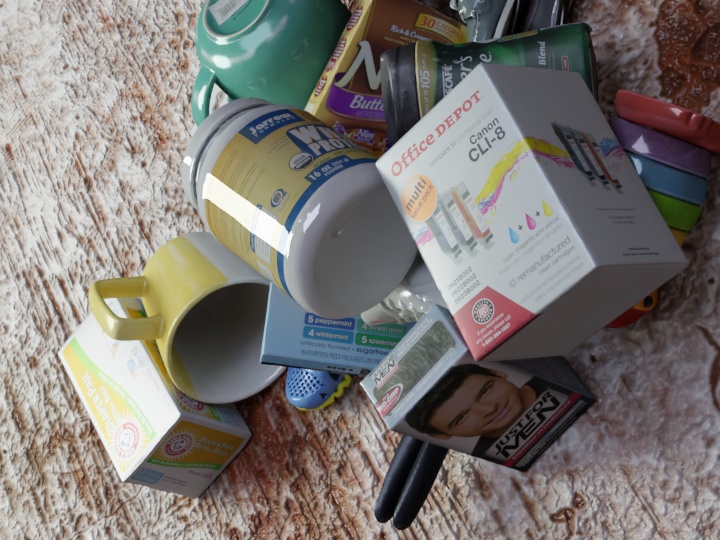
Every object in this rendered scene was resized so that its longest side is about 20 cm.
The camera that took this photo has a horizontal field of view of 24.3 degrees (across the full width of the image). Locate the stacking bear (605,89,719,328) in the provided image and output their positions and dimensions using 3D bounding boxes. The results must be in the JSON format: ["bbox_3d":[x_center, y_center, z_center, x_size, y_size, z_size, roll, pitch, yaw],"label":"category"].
[{"bbox_3d":[0.240,-0.045,1.448,0.114,0.121,0.200,25,99,41],"label":"stacking bear"}]

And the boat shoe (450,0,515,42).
[{"bbox_3d":[0.121,-0.262,1.640,0.062,0.073,0.200,14,74,6],"label":"boat shoe"}]

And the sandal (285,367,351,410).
[{"bbox_3d":[-0.040,0.040,1.669,0.079,0.087,0.200,10,82,41],"label":"sandal"}]

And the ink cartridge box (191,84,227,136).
[{"bbox_3d":[-0.081,-0.152,1.788,0.200,0.067,0.116,31,94,43],"label":"ink cartridge box"}]

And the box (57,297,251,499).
[{"bbox_3d":[-0.220,0.130,1.772,0.101,0.112,0.200,-49,50,17],"label":"box"}]

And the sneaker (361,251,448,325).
[{"bbox_3d":[0.051,0.023,1.515,0.099,0.078,0.200,-47,39,-1],"label":"sneaker"}]

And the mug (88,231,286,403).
[{"bbox_3d":[-0.169,0.027,1.730,0.149,0.187,0.153,-48,40,7],"label":"mug"}]

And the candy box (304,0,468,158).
[{"bbox_3d":[0.019,-0.177,1.672,0.200,0.117,0.056,-64,15,2],"label":"candy box"}]

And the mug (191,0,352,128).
[{"bbox_3d":[-0.098,-0.231,1.712,0.152,0.114,0.185,-2,62,34],"label":"mug"}]

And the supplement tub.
[{"bbox_3d":[-0.055,-0.061,1.490,0.200,0.145,0.145,36,98,41],"label":"supplement tub"}]

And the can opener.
[{"bbox_3d":[0.064,0.142,1.533,0.063,0.079,0.200,19,82,61],"label":"can opener"}]

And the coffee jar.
[{"bbox_3d":[0.119,-0.168,1.548,0.200,0.085,0.104,-6,97,10],"label":"coffee jar"}]

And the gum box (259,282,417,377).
[{"bbox_3d":[0.000,0.000,1.605,0.045,0.170,0.200,112,165,-73],"label":"gum box"}]

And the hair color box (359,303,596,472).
[{"bbox_3d":[0.104,0.105,1.439,0.099,0.200,0.061,-48,49,17],"label":"hair color box"}]

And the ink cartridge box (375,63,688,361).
[{"bbox_3d":[0.138,-0.049,1.376,0.145,0.145,0.200,-42,64,34],"label":"ink cartridge box"}]

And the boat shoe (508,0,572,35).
[{"bbox_3d":[0.169,-0.238,1.610,0.067,0.057,0.200,5,77,40],"label":"boat shoe"}]
